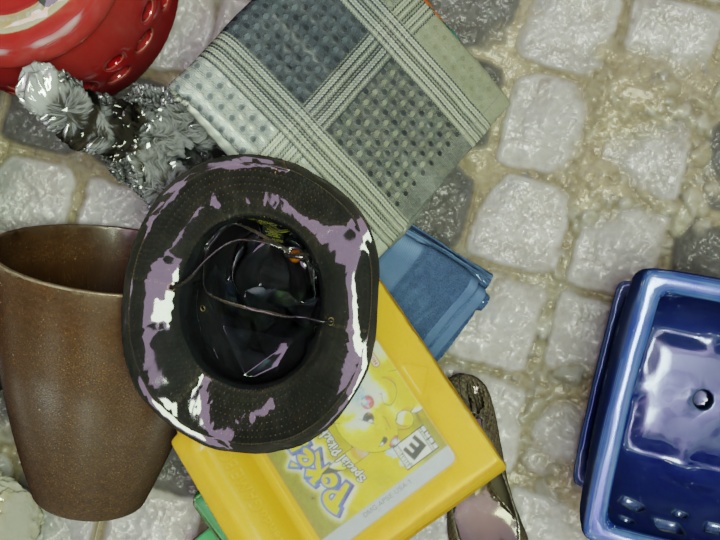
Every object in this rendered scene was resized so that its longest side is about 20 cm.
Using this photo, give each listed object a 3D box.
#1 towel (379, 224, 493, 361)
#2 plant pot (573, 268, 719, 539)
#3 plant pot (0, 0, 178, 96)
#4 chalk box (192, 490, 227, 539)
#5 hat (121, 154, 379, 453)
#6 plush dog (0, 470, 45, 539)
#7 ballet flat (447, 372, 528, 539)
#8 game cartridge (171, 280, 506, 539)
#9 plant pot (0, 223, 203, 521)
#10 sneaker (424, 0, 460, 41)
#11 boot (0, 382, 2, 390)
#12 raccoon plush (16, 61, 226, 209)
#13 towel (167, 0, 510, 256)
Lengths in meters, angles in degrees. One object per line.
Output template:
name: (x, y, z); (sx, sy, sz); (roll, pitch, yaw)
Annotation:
towel: (0.000, 0.000, 0.971); (0.199, 0.049, 0.112); (31, 113, -23)
plant pot: (0.271, 0.110, 0.932); (0.197, 0.180, 0.203); (12, 92, 2)
plant pot: (-0.252, -0.234, 0.943); (0.197, 0.183, 0.203); (0, 94, 3)
chalk box: (-0.049, 0.187, 0.975); (0.199, 0.124, 0.125); (-39, 90, 3)
hat: (-0.073, 0.023, 0.861); (0.198, 0.081, 0.204); (0, 89, 6)
plush dog: (-0.319, 0.290, 0.984); (0.171, 0.160, 0.201); (-32, 92, 39)
ballet flat: (0.100, 0.184, 1.008); (0.066, 0.046, 0.203); (-9, 92, 3)
game cartridge: (-0.023, 0.127, 0.890); (0.199, 0.032, 0.177); (-36, 74, 3)
plant pot: (-0.207, 0.085, 0.964); (0.184, 0.187, 0.203); (10, 105, 2)
sneaker: (0.035, -0.194, 0.979); (0.071, 0.080, 0.200); (-41, 90, 3)
boot: (-0.360, 0.147, 1.019); (0.198, 0.077, 0.140); (-16, 95, 16)
raccoon plush: (-0.171, -0.114, 0.935); (0.200, 0.134, 0.097); (40, 85, -28)
towel: (-0.010, -0.125, 0.900); (0.200, 0.034, 0.193); (45, 73, -12)
